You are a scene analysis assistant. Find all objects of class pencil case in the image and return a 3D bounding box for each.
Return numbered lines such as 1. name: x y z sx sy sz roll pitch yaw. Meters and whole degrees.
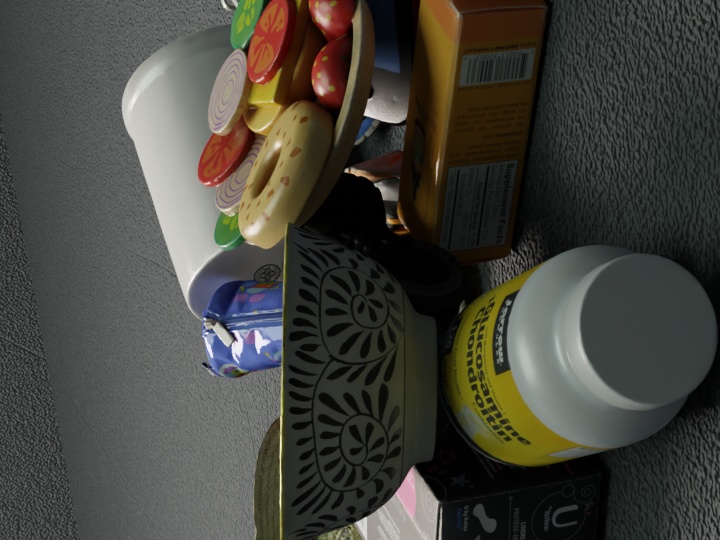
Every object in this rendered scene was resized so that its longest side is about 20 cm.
1. pencil case: -0.040 0.042 1.594 0.199 0.087 0.079 -5 84 42

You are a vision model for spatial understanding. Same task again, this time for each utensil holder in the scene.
1. utensil holder: -0.097 -0.076 1.723 0.170 0.169 0.201 109 148 -55

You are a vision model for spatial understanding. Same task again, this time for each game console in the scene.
1. game console: -0.019 -0.207 1.411 0.176 0.031 0.201 18 123 42

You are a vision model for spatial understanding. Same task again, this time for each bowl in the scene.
1. bowl: -0.001 0.072 1.257 0.201 0.093 0.202 -179 90 -90

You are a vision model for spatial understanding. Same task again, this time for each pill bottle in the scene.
1. pill bottle: 0.123 0.048 1.165 0.200 0.111 0.113 145 116 -71

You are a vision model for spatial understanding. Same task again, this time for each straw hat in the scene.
1. straw hat: -0.001 0.203 1.657 0.085 0.201 0.202 -14 82 31

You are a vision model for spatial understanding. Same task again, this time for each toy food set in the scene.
1. toy food set: -0.053 -0.109 1.371 0.198 0.048 0.201 6 81 65

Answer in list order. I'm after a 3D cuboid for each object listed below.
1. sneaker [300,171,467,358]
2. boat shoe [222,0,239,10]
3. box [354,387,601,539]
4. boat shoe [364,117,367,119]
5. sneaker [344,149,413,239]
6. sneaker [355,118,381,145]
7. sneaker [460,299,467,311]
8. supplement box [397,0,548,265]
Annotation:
1. sneaker: 0.000 0.000 1.383 0.200 0.075 0.080 45 145 48
2. boat shoe: -0.111 -0.272 1.815 0.202 0.074 0.086 55 133 43
3. box: 0.070 0.147 1.374 0.200 0.114 0.133 -125 31 -58
4. boat shoe: 0.022 -0.161 1.471 0.072 0.068 0.200 51 139 10
5. sneaker: 0.027 -0.047 1.512 0.200 0.078 0.078 149 103 -77
6. sneaker: -0.021 -0.178 1.567 0.079 0.089 0.201 -114 24 -45
7. sneaker: 0.040 0.075 1.494 0.078 0.079 0.201 -135 41 -63
8. supplement box: 0.071 -0.101 1.349 0.067 0.068 0.201 -117 28 -48
